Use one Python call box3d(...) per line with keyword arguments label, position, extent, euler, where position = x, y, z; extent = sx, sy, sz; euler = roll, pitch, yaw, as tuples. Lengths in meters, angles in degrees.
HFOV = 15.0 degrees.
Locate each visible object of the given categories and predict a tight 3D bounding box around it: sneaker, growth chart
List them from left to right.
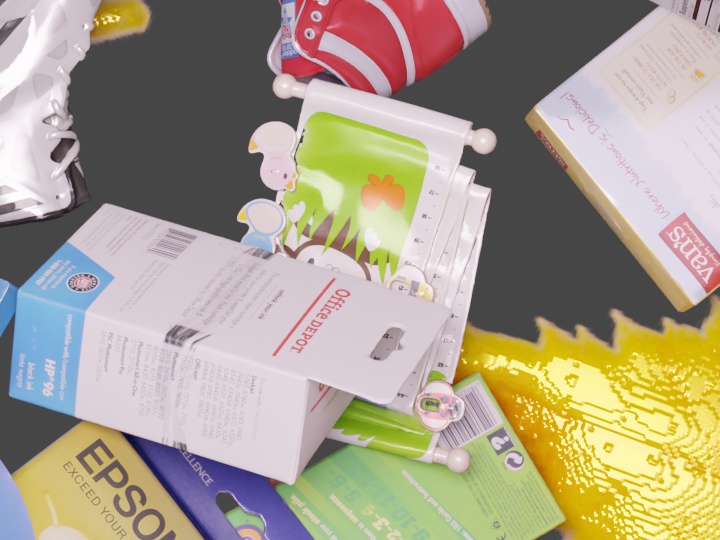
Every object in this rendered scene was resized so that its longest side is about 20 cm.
box3d(label="sneaker", position=(-0.168, -0.098, 1.477), extent=(0.200, 0.076, 0.115), euler=(-44, 100, -2))
box3d(label="sneaker", position=(-0.030, -0.178, 1.496), extent=(0.112, 0.071, 0.200), euler=(-40, 93, -13))
box3d(label="growth chart", position=(0.000, 0.000, 1.469), extent=(0.145, 0.018, 0.200), euler=(7, 94, 13))

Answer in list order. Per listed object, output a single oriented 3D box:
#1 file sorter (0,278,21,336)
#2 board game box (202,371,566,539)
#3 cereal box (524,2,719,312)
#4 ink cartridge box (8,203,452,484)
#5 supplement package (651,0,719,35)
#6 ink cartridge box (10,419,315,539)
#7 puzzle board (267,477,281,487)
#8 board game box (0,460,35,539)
box3d(label="file sorter", position=(-0.297, 0.055, 1.377), extent=(0.123, 0.139, 0.200), euler=(38, 77, -45))
box3d(label="board game box", position=(0.003, 0.143, 1.476), extent=(0.200, 0.030, 0.096), euler=(-28, 82, -18))
box3d(label="cereal box", position=(0.212, -0.093, 1.537), extent=(0.200, 0.040, 0.144), euler=(-38, 88, -9))
box3d(label="ink cartridge box", position=(-0.066, 0.042, 1.411), extent=(0.200, 0.116, 0.068), euler=(16, 120, 13))
box3d(label="supplement package", position=(0.197, -0.250, 1.474), extent=(0.200, 0.147, 0.191), euler=(29, 77, 8))
box3d(label="ink cartridge box", position=(-0.110, 0.175, 1.404), extent=(0.200, 0.047, 0.198), euler=(-38, 87, -19))
box3d(label="puzzle board", position=(-0.056, 0.232, 1.476), extent=(0.151, 0.017, 0.200), euler=(43, 80, -2))
box3d(label="board game box", position=(-0.256, 0.151, 1.321), extent=(0.200, 0.039, 0.158), euler=(-25, 101, -28))
